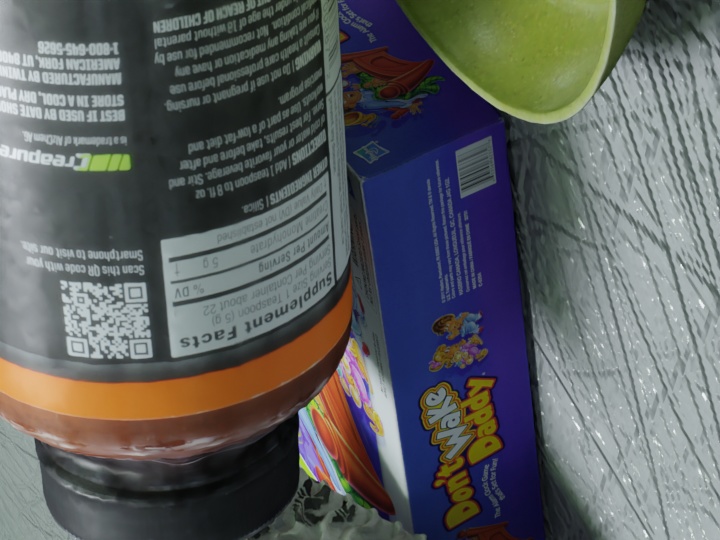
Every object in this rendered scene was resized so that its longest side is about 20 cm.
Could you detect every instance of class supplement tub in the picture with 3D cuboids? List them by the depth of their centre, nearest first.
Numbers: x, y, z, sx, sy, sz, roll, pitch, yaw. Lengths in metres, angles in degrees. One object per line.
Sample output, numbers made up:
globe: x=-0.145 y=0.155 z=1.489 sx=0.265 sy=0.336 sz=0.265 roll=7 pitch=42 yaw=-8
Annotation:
supplement tub: x=-0.056 y=-0.027 z=0.741 sx=0.107 sy=0.107 sz=0.201 roll=-133 pitch=34 yaw=-52

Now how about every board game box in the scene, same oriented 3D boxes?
board game box: x=0.000 y=0.000 z=0.873 sx=0.135 sy=0.045 sz=0.200 roll=52 pitch=160 yaw=43

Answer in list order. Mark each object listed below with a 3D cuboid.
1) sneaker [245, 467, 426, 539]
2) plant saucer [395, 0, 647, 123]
sneaker: x=0.017 y=0.130 z=0.860 sx=0.200 sy=0.070 sz=0.100 roll=33 pitch=151 yaw=14
plant saucer: x=0.018 y=-0.131 z=0.642 sx=0.200 sy=0.031 sz=0.200 roll=59 pitch=165 yaw=27
